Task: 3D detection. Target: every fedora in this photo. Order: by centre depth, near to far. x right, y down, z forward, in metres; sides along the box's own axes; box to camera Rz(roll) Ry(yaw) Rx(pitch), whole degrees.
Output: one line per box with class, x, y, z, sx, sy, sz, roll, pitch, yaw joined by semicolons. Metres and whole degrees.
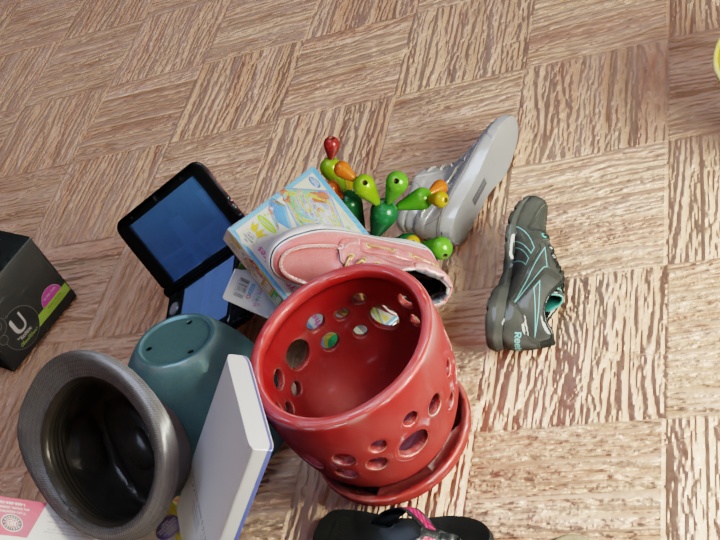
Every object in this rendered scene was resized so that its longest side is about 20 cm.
fedora;-0.247;0.177;1.163;0.199;0.090;0.179;33;104;23

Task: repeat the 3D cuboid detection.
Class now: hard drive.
hard drive;-0.136;0.203;1.105;0.025;0.202;0.133;8;32;-23

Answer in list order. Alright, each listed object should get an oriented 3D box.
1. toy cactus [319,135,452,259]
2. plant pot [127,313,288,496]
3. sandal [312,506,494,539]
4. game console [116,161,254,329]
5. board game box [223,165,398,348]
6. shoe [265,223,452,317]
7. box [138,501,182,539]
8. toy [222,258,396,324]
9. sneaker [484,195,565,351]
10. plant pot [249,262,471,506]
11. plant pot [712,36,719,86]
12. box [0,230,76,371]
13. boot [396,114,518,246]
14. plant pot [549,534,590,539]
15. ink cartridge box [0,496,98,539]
toy cactus;0.022;-0.058;1.359;0.198;0.167;0.102;30;39;11
plant pot;-0.186;0.129;1.269;0.196;0.137;0.201;-10;33;7
sandal;0.033;0.262;1.105;0.197;0.045;0.076;-1;47;30
game console;-0.219;-0.001;1.397;0.199;0.118;0.175;-30;44;41
board game box;-0.043;-0.002;1.296;0.134;0.201;0.034;-37;-5;-25
shoe;0.000;0.000;1.228;0.196;0.073;0.091;5;19;-18
box;-0.206;0.320;1.188;0.117;0.049;0.199;-42;43;-14
toy;-0.053;0.029;1.328;0.117;0.197;0.047;-68;9;-25
sneaker;0.193;0.006;1.264;0.078;0.076;0.203;5;58;20
plant pot;0.010;0.127;1.150;0.197;0.184;0.202;-16;41;15
plant pot;0.490;-0.188;1.216;0.197;0.143;0.202;-16;41;15
box;-0.536;0.034;1.615;0.198;0.125;0.150;9;54;38
boot;0.118;-0.123;1.422;0.094;0.074;0.201;15;58;32
plant pot;0.118;0.327;0.898;0.172;0.200;0.202;-22;38;33
ink cartridge box;-0.326;0.337;1.123;0.083;0.145;0.202;-42;46;32
